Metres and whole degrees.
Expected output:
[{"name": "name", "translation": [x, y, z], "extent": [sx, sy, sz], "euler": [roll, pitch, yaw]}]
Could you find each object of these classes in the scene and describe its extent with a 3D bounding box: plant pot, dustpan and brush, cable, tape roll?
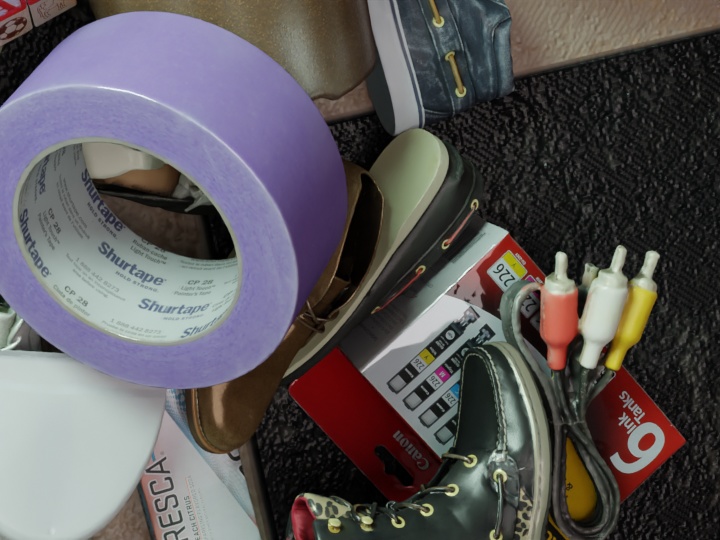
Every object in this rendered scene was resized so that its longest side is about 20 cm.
[{"name": "plant pot", "translation": [-0.085, -0.194, 1.052], "extent": [0.200, 0.200, 0.199], "euler": [-20, 114, -10]}, {"name": "dustpan and brush", "translation": [-0.195, 0.147, 1.099], "extent": [0.139, 0.057, 0.200], "euler": [5, 91, -25]}, {"name": "cable", "translation": [0.134, 0.080, 1.140], "extent": [0.097, 0.050, 0.200], "euler": [0, 100, -19]}, {"name": "tape roll", "translation": [-0.114, -0.037, 1.011], "extent": [0.200, 0.085, 0.200], "euler": [11, 128, 14]}]

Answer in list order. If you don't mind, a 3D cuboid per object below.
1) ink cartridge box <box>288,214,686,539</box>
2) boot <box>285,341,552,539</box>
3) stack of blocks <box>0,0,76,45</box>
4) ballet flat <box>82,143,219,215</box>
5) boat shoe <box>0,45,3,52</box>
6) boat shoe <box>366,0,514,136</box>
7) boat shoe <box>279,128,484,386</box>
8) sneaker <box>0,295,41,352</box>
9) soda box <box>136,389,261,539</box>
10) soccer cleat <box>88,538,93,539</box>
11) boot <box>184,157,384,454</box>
[{"name": "ink cartridge box", "translation": [0.082, 0.095, 1.202], "extent": [0.176, 0.084, 0.200], "euler": [-44, 109, -2]}, {"name": "boot", "translation": [0.035, 0.143, 1.093], "extent": [0.150, 0.073, 0.200], "euler": [1, 87, -21]}, {"name": "stack of blocks", "translation": [-0.238, -0.236, 1.010], "extent": [0.059, 0.115, 0.200], "euler": [-31, 76, -12]}, {"name": "ballet flat", "translation": [-0.121, -0.066, 1.123], "extent": [0.200, 0.068, 0.068], "euler": [0, 101, -15]}, {"name": "boat shoe", "translation": [-0.262, -0.109, 1.082], "extent": [0.068, 0.072, 0.200], "euler": [23, 85, -14]}, {"name": "boat shoe", "translation": [0.035, -0.191, 1.142], "extent": [0.091, 0.071, 0.201], "euler": [-20, 111, -13]}, {"name": "boat shoe", "translation": [0.001, 0.002, 1.166], "extent": [0.201, 0.074, 0.063], "euler": [-50, 137, 10]}, {"name": "sneaker", "translation": [-0.226, 0.045, 1.110], "extent": [0.075, 0.081, 0.200], "euler": [-8, 111, -14]}, {"name": "soda box", "translation": [-0.111, 0.129, 1.170], "extent": [0.068, 0.064, 0.200], "euler": [-16, 106, -11]}, {"name": "soccer cleat", "translation": [-0.214, 0.195, 1.160], "extent": [0.200, 0.069, 0.085], "euler": [36, 72, -14]}, {"name": "boot", "translation": [-0.047, 0.022, 1.113], "extent": [0.074, 0.075, 0.200], "euler": [26, 83, -52]}]
